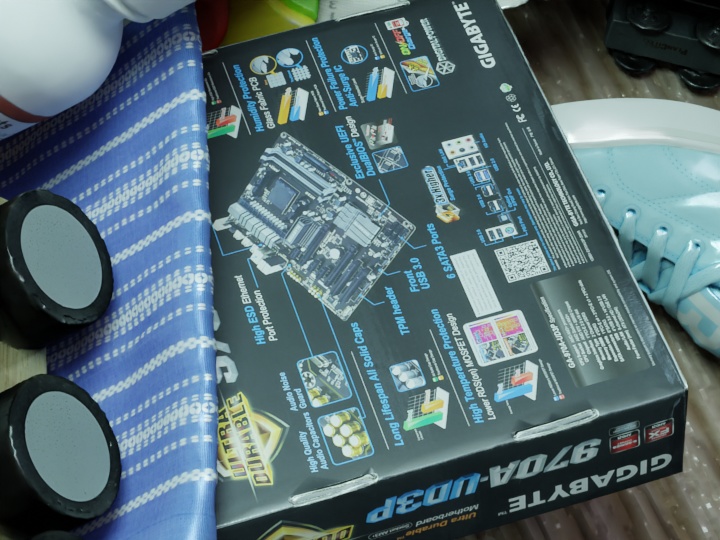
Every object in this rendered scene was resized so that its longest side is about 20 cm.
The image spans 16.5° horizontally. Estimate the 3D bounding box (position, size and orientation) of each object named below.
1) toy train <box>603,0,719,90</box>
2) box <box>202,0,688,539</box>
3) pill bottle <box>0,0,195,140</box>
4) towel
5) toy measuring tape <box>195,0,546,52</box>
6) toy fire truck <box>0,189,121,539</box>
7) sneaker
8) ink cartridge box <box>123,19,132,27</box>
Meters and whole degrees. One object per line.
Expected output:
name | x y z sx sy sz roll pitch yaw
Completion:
toy train | 0.194 -0.081 0.984 0.200 0.034 0.046 14 50 -3
box | 0.000 0.000 0.822 0.159 0.046 0.200 -16 51 -8
pill bottle | -0.149 -0.087 0.786 0.200 0.112 0.112 -23 66 17
towel | -0.099 0.022 0.798 0.024 0.145 0.200 20 55 -40
toy measuring tape | -0.029 -0.115 0.900 0.200 0.074 0.074 -8 63 12
toy fire truck | -0.183 0.043 0.708 0.200 0.129 0.176 27 48 -44
sneaker | 0.128 -0.008 0.910 0.200 0.074 0.082 7 61 -6
ink cartridge box | -0.095 -0.183 0.835 0.095 0.037 0.200 -31 106 -5
